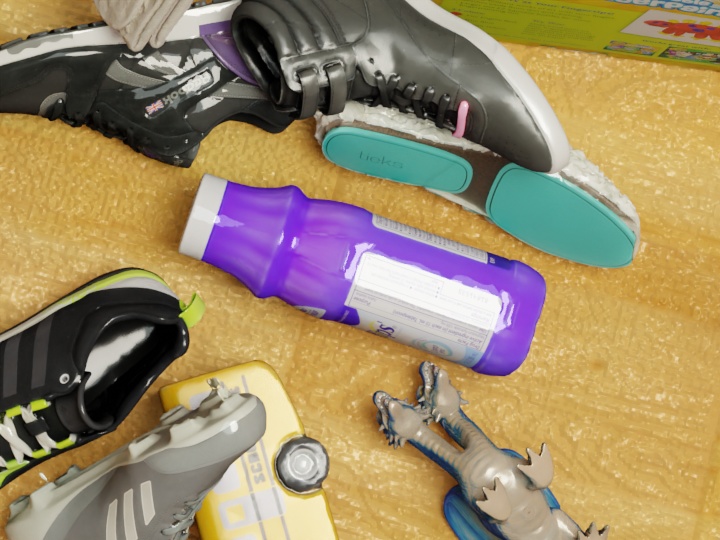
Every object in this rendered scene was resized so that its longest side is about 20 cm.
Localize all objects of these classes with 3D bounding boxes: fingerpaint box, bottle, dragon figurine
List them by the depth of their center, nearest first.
[{"bbox_3d":[0.136,-0.172,1.315,0.199,0.167,0.074,7,82,-6],"label":"fingerpaint box"},{"bbox_3d":[0.000,0.000,1.328,0.199,0.084,0.066,19,84,-6],"label":"bottle"},{"bbox_3d":[0.085,0.135,1.340,0.059,0.099,0.200,-41,110,-10],"label":"dragon figurine"}]

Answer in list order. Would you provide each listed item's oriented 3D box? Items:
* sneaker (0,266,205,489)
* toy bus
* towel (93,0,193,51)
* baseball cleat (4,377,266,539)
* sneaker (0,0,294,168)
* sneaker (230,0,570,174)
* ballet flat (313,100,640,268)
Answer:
[{"bbox_3d":[-0.172,0.067,1.292,0.200,0.083,0.072,-40,117,-9],"label":"sneaker"},{"bbox_3d":[-0.047,0.150,1.320,0.078,0.065,0.201,-16,88,-7],"label":"toy bus"},{"bbox_3d":[-0.119,-0.228,1.278,0.034,0.133,0.201,1,55,-40],"label":"towel"},{"bbox_3d":[-0.103,0.131,1.274,0.070,0.200,0.107,-36,96,-47],"label":"baseball cleat"},{"bbox_3d":[-0.125,-0.095,1.328,0.199,0.076,0.088,-12,93,-8],"label":"sneaker"},{"bbox_3d":[0.014,-0.098,1.287,0.200,0.071,0.099,41,66,13],"label":"sneaker"},{"bbox_3d":[0.072,-0.068,1.355,0.199,0.072,0.072,22,83,-6],"label":"ballet flat"}]
